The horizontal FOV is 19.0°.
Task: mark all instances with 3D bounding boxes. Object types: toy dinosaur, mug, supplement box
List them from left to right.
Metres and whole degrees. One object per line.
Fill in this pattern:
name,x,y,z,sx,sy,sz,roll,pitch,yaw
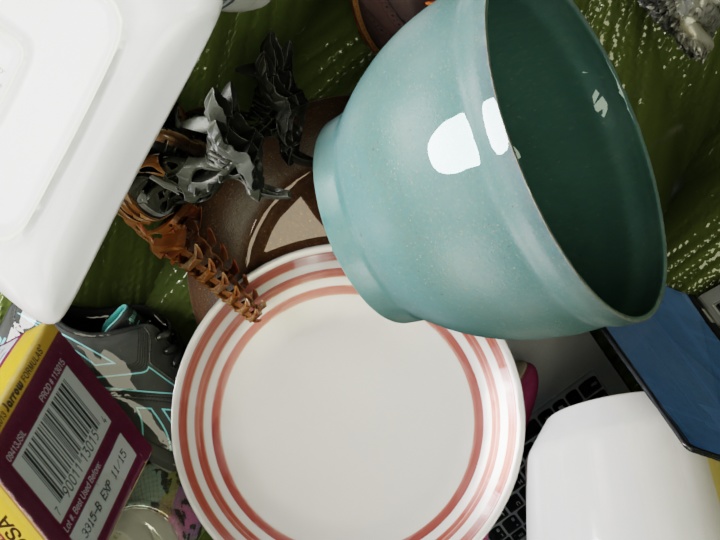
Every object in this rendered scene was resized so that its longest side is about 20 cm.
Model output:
supplement box,-0.231,0.134,1.160,0.199,0.131,0.103,-26,112,26
toy dinosaur,-0.100,-0.068,1.165,0.135,0.102,0.200,-17,132,28
mug,0.169,0.154,1.215,0.186,0.149,0.154,10,65,-47

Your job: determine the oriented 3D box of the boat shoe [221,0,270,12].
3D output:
boat shoe,-0.067,-0.238,1.156,0.070,0.071,0.201,1,87,-55

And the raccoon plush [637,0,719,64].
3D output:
raccoon plush,0.128,-0.192,1.216,0.199,0.097,0.135,7,122,17

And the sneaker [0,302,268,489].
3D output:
sneaker,-0.117,0.068,1.229,0.199,0.075,0.080,18,100,-16

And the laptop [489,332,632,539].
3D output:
laptop,0.111,0.156,1.276,0.187,0.116,0.200,-36,109,0

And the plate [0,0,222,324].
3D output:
plate,-0.192,-0.104,1.121,0.199,0.032,0.201,35,105,22

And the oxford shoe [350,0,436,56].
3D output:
oxford shoe,0.031,-0.157,1.183,0.071,0.073,0.200,-38,122,-6

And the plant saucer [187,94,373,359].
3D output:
plant saucer,0.000,0.000,1.246,0.199,0.037,0.201,-2,104,-8

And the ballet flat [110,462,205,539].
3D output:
ballet flat,-0.167,0.178,1.253,0.199,0.071,0.069,-27,108,-2

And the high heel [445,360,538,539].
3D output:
high heel,0.071,0.155,1.254,0.096,0.067,0.201,35,75,-17

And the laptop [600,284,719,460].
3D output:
laptop,0.240,0.026,1.202,0.199,0.187,0.116,-29,133,-1

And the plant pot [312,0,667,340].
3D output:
plant pot,0.059,-0.047,1.140,0.134,0.200,0.201,-21,111,25

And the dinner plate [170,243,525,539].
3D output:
dinner plate,-0.007,0.085,1.210,0.199,0.024,0.201,0,82,-2
